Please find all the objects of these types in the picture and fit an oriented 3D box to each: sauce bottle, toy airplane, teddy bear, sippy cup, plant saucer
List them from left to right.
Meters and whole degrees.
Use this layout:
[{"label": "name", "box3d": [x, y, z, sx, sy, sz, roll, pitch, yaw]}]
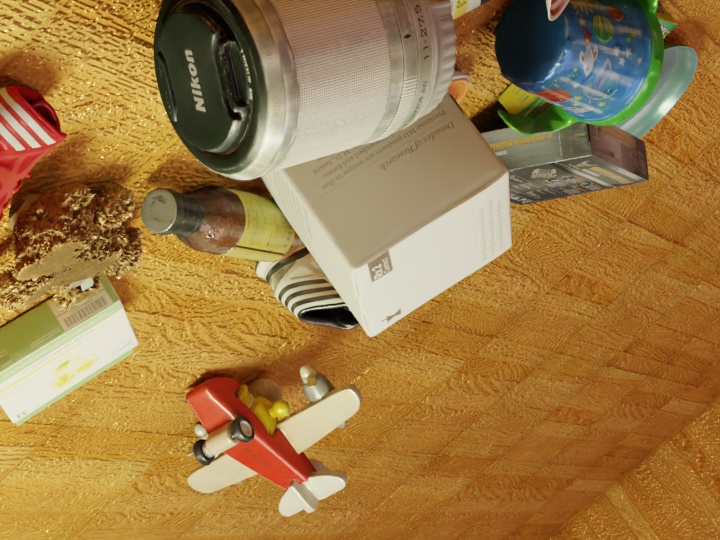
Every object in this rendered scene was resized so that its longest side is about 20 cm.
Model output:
[{"label": "teddy bear", "box3d": [-0.252, -0.023, 1.494, 0.145, 0.067, 0.200, -38, 165, 17]}, {"label": "sauce bottle", "box3d": [-0.128, -0.046, 1.611, 0.066, 0.066, 0.200, -43, 157, 17]}, {"label": "toy airplane", "box3d": [-0.103, 0.190, 2.016, 0.198, 0.142, 0.200, 1, 136, -4]}, {"label": "sippy cup", "box3d": [0.203, -0.216, 1.689, 0.130, 0.139, 0.179, 6, 93, -45]}, {"label": "plant saucer", "box3d": [0.298, -0.192, 1.994, 0.199, 0.027, 0.201, -31, 157, -15]}]

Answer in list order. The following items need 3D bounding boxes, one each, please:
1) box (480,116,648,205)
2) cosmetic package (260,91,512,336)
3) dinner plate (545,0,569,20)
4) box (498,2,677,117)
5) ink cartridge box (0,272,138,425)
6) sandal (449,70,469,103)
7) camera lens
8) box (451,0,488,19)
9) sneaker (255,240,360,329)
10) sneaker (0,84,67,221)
[{"label": "box", "box3d": [0.205, -0.118, 1.873, 0.157, 0.049, 0.200, -11, 170, 26]}, {"label": "cosmetic package", "box3d": [0.016, -0.084, 1.565, 0.164, 0.201, 0.165, -33, 158, -7]}, {"label": "dinner plate", "box3d": [0.195, -0.314, 1.510, 0.200, 0.024, 0.202, 23, 90, -78]}, {"label": "box", "box3d": [0.248, -0.228, 1.823, 0.200, 0.048, 0.117, -48, 155, 23]}, {"label": "ink cartridge box", "box3d": [-0.285, 0.092, 1.682, 0.145, 0.048, 0.200, -32, 155, -12]}, {"label": "sandal", "box3d": [0.032, -0.115, 1.714, 0.206, 0.059, 0.079, -35, 158, -3]}, {"label": "camera lens", "box3d": [-0.047, -0.167, 1.343, 0.199, 0.160, 0.160, -20, 153, -36]}, {"label": "box", "box3d": [0.080, -0.261, 1.508, 0.199, 0.049, 0.082, -30, 157, -15]}, {"label": "sneaker", "box3d": [0.000, 0.000, 1.821, 0.200, 0.116, 0.076, -25, 156, -26]}, {"label": "sneaker", "box3d": [-0.276, -0.064, 1.345, 0.115, 0.079, 0.200, -25, 157, -22]}]
